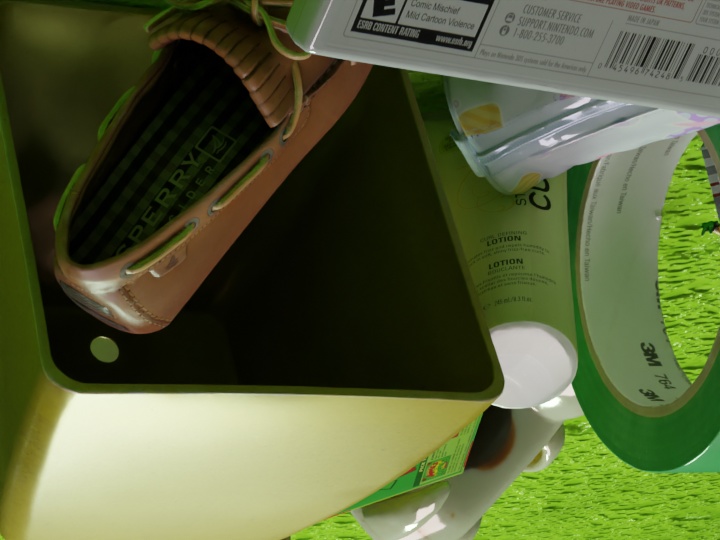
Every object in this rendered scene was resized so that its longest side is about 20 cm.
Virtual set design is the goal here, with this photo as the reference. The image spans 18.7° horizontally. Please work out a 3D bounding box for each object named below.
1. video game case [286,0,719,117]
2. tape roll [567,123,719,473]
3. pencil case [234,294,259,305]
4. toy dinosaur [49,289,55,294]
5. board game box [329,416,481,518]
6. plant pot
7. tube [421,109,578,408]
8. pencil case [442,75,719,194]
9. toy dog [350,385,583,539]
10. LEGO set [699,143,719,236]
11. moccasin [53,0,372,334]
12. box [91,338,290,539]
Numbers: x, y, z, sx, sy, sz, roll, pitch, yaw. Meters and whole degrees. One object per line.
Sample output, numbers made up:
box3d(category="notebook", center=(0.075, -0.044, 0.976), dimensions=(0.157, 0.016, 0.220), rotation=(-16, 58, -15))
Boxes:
box3d(category="video game case", center=(0.090, -0.144, 0.736), dimensions=(0.199, 0.022, 0.183), rotation=(5, 120, -35))
box3d(category="tape roll", center=(0.157, -0.005, 1.035), dimensions=(0.048, 0.202, 0.200), rotation=(0, 159, -23))
box3d(category="pencil case", center=(0.000, 0.000, 1.170), dimensions=(0.087, 0.088, 0.199), rotation=(-19, 158, 31))
box3d(category="toy dinosaur", center=(-0.170, -0.001, 1.120), dimensions=(0.135, 0.087, 0.199), rotation=(-32, 155, 36))
box3d(category="board game box", center=(0.023, 0.036, 1.119), dimensions=(0.101, 0.048, 0.201), rotation=(-15, 140, -29))
box3d(category="plant pot", center=(-0.082, 0.020, 0.962), dimensions=(0.198, 0.201, 0.177), rotation=(3, 143, -26))
box3d(category="tube", center=(0.066, -0.022, 1.006), dimensions=(0.058, 0.201, 0.052), rotation=(24, 125, -18))
box3d(category="pencil case", center=(0.134, -0.096, 0.937), dimensions=(0.199, 0.091, 0.083), rotation=(-16, 136, 29))
box3d(category="toy dog", center=(0.069, 0.069, 1.296), dimensions=(0.200, 0.140, 0.194), rotation=(-41, 176, 3))
box3d(category="LEGO set", center=(0.260, -0.053, 1.134), dimensions=(0.198, 0.117, 0.154), rotation=(-12, -170, 24))
box3d(category="moccasin", center=(-0.051, -0.073, 0.821), dimensions=(0.202, 0.073, 0.078), rotation=(-51, 164, -13))
box3d(category="box", center=(-0.096, 0.095, 1.225), dimensions=(0.077, 0.202, 0.095), rotation=(-15, 159, 21))
